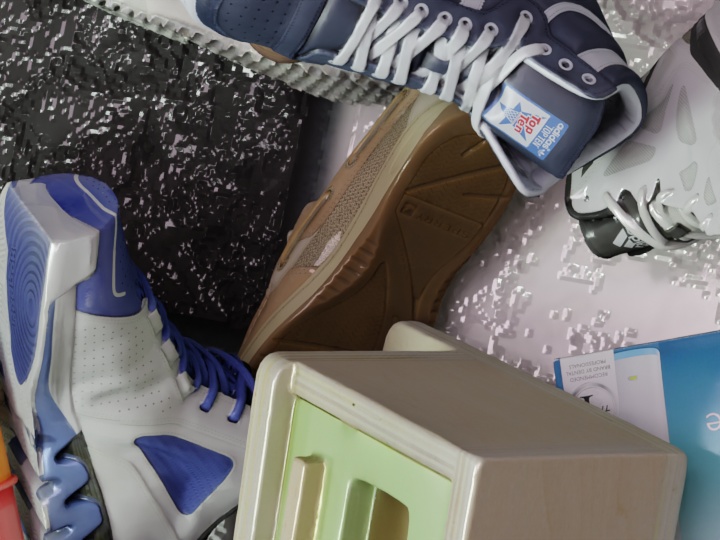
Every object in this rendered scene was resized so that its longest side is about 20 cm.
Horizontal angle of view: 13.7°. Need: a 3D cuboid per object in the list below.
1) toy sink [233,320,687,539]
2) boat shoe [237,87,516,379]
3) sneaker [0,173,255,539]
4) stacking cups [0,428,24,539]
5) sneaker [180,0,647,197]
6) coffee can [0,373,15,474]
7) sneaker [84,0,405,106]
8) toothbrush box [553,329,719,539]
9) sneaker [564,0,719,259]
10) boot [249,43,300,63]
[{"bbox_3d":[0.020,0.105,1.207,0.200,0.112,0.131,27,112,54],"label":"toy sink"},{"bbox_3d":[0.000,0.000,1.321,0.200,0.071,0.065,-53,32,16],"label":"boat shoe"},{"bbox_3d":[-0.089,0.044,1.249,0.081,0.115,0.200,-128,31,-51],"label":"sneaker"},{"bbox_3d":[-0.179,0.034,1.242,0.060,0.061,0.200,-8,99,22],"label":"stacking cups"},{"bbox_3d":[0.029,-0.088,1.202,0.070,0.200,0.109,-56,48,37],"label":"sneaker"},{"bbox_3d":[-0.201,0.076,1.344,0.146,0.146,0.200,39,98,23],"label":"coffee can"},{"bbox_3d":[-0.048,-0.144,1.355,0.200,0.070,0.100,22,89,24],"label":"sneaker"},{"bbox_3d":[0.169,0.125,1.214,0.146,0.085,0.200,-10,80,21],"label":"toothbrush box"},{"bbox_3d":[0.150,-0.021,1.226,0.115,0.076,0.201,-44,32,24],"label":"sneaker"},{"bbox_3d":[0.021,-0.187,1.257,0.200,0.155,0.077,-34,68,-17],"label":"boot"}]
